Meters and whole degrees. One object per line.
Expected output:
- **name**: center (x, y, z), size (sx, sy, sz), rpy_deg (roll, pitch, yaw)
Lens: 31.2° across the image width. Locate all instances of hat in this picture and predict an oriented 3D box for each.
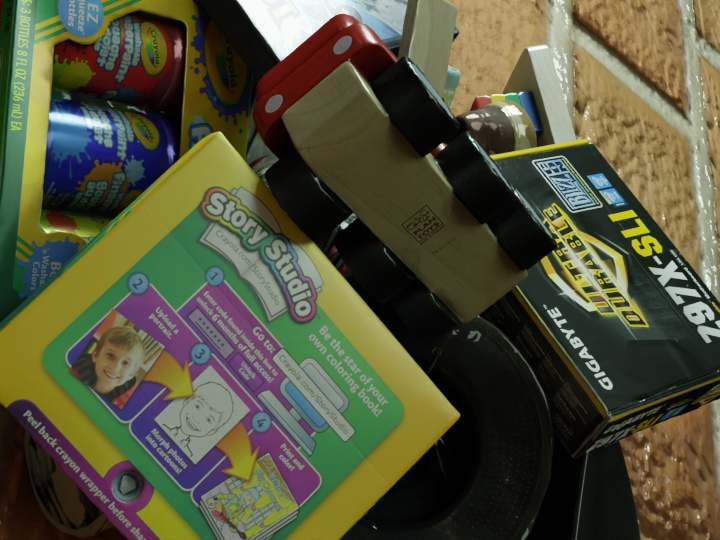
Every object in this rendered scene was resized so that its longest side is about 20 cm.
- **hat**: center (0.013, 0.106, 0.786), size (0.197, 0.081, 0.204), rpy_deg (1, 78, -7)

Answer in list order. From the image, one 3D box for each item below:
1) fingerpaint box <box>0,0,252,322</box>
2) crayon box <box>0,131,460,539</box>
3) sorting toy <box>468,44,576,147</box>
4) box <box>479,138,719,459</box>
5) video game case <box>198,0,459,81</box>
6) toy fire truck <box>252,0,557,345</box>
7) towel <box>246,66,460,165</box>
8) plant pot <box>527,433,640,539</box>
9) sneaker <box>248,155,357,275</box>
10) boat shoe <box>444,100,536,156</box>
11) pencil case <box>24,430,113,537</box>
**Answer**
- **fingerpaint box**: center (-0.151, -0.066, 0.764), size (0.165, 0.073, 0.203), rpy_deg (6, 88, -42)
- **crayon box**: center (-0.075, 0.060, 0.679), size (0.172, 0.058, 0.201), rpy_deg (-43, 101, -13)
- **sorting toy**: center (0.115, -0.039, 1.032), size (0.069, 0.199, 0.203), rpy_deg (-8, 69, -13)
- **box**: center (0.143, 0.009, 0.836), size (0.158, 0.050, 0.201), rpy_deg (-11, 57, -39)
- **video game case**: center (-0.049, -0.208, 0.825), size (0.180, 0.026, 0.201), rpy_deg (-23, 72, -48)
- **toy fire truck**: center (0.019, -0.091, 0.742), size (0.176, 0.128, 0.201), rpy_deg (42, 14, -42)
- **towel**: center (-0.025, -0.086, 0.905), size (0.198, 0.173, 0.048), rpy_deg (10, 19, -47)
- **plant pot**: center (0.090, 0.214, 0.857), size (0.178, 0.197, 0.202), rpy_deg (53, 37, -34)
- **sneaker**: center (0.000, 0.000, 0.841), size (0.200, 0.082, 0.078), rpy_deg (43, 81, -12)
- **boat shoe**: center (0.056, -0.035, 0.939), size (0.071, 0.201, 0.072), rpy_deg (-11, 52, -39)
- **pencil case**: center (-0.107, 0.087, 0.787), size (0.199, 0.077, 0.091), rpy_deg (-17, 96, -50)
